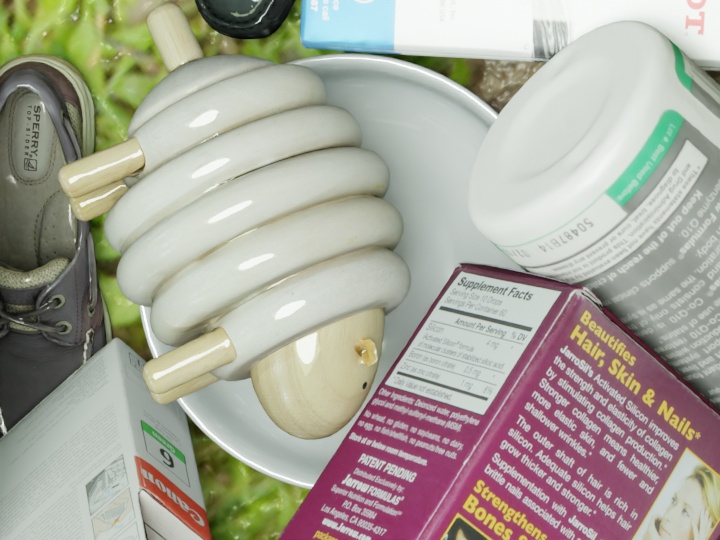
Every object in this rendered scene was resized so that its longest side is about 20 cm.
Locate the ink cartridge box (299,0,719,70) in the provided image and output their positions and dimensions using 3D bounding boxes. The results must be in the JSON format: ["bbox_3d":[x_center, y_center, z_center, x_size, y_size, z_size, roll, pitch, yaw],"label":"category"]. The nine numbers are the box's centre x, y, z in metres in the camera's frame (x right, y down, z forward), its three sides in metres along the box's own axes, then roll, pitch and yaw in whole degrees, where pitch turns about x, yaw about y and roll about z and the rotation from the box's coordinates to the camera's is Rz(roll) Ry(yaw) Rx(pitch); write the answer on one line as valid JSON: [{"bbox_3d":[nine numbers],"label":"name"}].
[{"bbox_3d":[0.080,-0.166,1.126,0.199,0.084,0.145,5,96,10],"label":"ink cartridge box"}]

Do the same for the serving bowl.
[{"bbox_3d":[0.000,0.000,1.166,0.199,0.066,0.201,1,95,10],"label":"serving bowl"}]

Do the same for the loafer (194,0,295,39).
[{"bbox_3d":[-0.051,-0.207,1.154,0.068,0.070,0.201,7,96,10],"label":"loafer"}]

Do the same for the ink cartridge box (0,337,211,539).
[{"bbox_3d":[-0.121,0.124,1.110,0.109,0.200,0.050,-41,118,12],"label":"ink cartridge box"}]

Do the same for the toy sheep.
[{"bbox_3d":[-0.050,-0.022,1.076,0.138,0.138,0.200,-25,85,12],"label":"toy sheep"}]

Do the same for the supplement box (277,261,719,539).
[{"bbox_3d":[0.054,0.116,1.052,0.131,0.103,0.200,40,77,-27],"label":"supplement box"}]

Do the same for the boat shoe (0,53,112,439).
[{"bbox_3d":[-0.157,0.000,1.193,0.072,0.065,0.201,3,99,6],"label":"boat shoe"}]

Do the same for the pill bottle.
[{"bbox_3d":[0.151,-0.005,1.082,0.200,0.113,0.113,39,102,-22],"label":"pill bottle"}]
